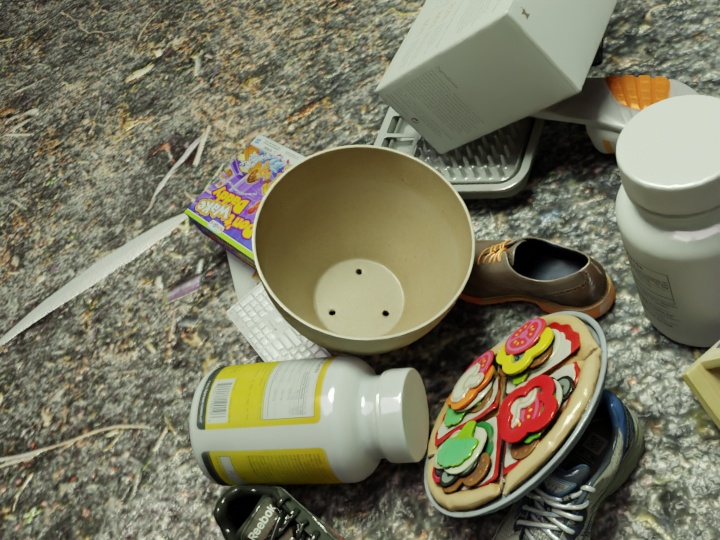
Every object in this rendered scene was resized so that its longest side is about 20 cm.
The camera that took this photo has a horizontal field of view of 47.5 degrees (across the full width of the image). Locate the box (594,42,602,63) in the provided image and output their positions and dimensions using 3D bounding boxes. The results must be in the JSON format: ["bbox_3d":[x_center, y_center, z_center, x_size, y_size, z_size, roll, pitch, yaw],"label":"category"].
[{"bbox_3d":[0.205,-0.366,0.937,0.117,0.197,0.201,-5,54,26],"label":"box"}]

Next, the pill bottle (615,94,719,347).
[{"bbox_3d":[0.264,-0.036,0.643,0.114,0.200,0.115,-16,49,19],"label":"pill bottle"}]

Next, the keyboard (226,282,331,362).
[{"bbox_3d":[-0.065,0.090,0.840,0.056,0.011,0.200,-43,60,-1],"label":"keyboard"}]

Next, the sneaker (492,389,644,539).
[{"bbox_3d":[0.147,0.174,0.624,0.077,0.085,0.200,20,68,31],"label":"sneaker"}]

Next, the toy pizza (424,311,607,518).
[{"bbox_3d":[0.116,0.108,0.668,0.200,0.032,0.200,-46,16,17],"label":"toy pizza"}]

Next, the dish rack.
[{"bbox_3d":[0.113,-0.144,0.927,0.199,0.044,0.172,2,56,32],"label":"dish rack"}]

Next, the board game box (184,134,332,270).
[{"bbox_3d":[-0.093,-0.066,0.930,0.200,0.045,0.135,31,74,41],"label":"board game box"}]

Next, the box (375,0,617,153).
[{"bbox_3d":[0.136,-0.231,0.826,0.200,0.106,0.153,-16,41,54],"label":"box"}]

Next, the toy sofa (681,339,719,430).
[{"bbox_3d":[0.318,0.061,0.536,0.097,0.200,0.083,-35,85,-18],"label":"toy sofa"}]

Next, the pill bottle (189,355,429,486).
[{"bbox_3d":[-0.044,0.136,0.740,0.199,0.112,0.112,-7,53,20],"label":"pill bottle"}]

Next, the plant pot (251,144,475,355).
[{"bbox_3d":[0.000,0.000,0.786,0.199,0.135,0.201,1,62,-2],"label":"plant pot"}]

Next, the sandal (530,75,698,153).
[{"bbox_3d":[0.251,-0.159,0.842,0.206,0.059,0.079,17,60,29],"label":"sandal"}]

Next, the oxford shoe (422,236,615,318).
[{"bbox_3d":[0.141,-0.009,0.784,0.199,0.073,0.071,9,61,35],"label":"oxford shoe"}]

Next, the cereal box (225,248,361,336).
[{"bbox_3d":[-0.083,-0.021,0.948,0.144,0.040,0.200,-30,46,7],"label":"cereal box"}]

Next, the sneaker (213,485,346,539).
[{"bbox_3d":[-0.051,0.239,0.688,0.200,0.098,0.071,20,66,38],"label":"sneaker"}]
